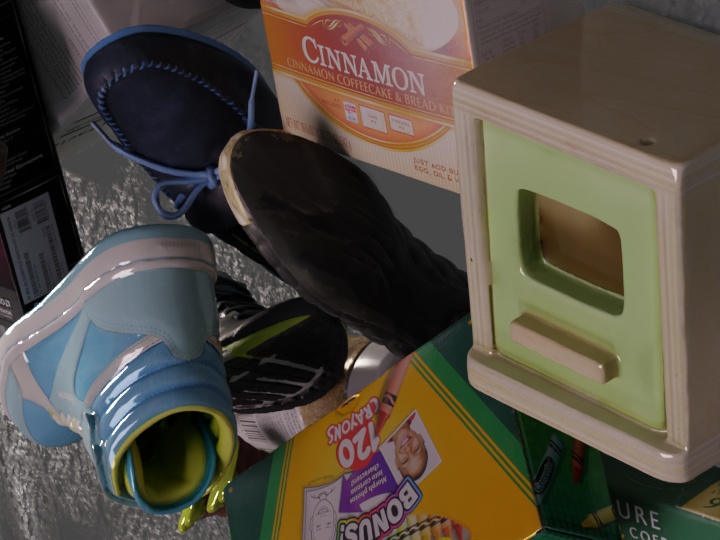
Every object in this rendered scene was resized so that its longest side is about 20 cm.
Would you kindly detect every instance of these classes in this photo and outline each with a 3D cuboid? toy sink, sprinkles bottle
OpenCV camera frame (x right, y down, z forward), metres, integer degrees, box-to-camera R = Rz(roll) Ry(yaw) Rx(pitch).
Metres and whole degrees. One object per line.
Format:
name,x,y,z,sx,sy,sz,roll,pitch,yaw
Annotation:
toy sink,0.122,0.009,1.034,0.130,0.112,0.201,26,133,43
sprinkles bottle,-0.021,0.067,1.315,0.200,0.068,0.068,-2,112,55

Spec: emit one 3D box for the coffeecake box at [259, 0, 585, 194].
coffeecake box,0.021,-0.148,1.096,0.153,0.073,0.201,21,129,48

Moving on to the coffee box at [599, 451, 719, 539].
coffee box,0.161,0.183,1.170,0.123,0.044,0.201,14,125,50

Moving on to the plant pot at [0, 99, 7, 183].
plant pot,-0.289,-0.057,1.161,0.200,0.198,0.201,32,137,36

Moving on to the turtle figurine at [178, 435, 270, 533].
turtle figurine,-0.009,0.142,1.323,0.161,0.065,0.200,26,166,-16

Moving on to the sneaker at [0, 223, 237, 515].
sneaker,-0.125,0.075,1.213,0.200,0.079,0.131,-49,48,53

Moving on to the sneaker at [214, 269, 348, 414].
sneaker,-0.076,0.034,1.281,0.200,0.074,0.081,-19,65,51

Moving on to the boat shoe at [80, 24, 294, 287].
boat shoe,-0.058,-0.053,1.202,0.084,0.200,0.069,-31,51,23

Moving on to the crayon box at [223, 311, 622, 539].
crayon box,0.025,0.117,1.157,0.200,0.058,0.119,-37,52,35

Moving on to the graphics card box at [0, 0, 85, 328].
graphics card box,-0.212,-0.073,1.272,0.125,0.051,0.201,18,130,46

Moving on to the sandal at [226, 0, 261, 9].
sandal,-0.068,-0.221,1.159,0.048,0.075,0.201,-124,11,-75

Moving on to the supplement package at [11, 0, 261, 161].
supplement package,-0.145,-0.146,1.282,0.121,0.120,0.200,59,147,2

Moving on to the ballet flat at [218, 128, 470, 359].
ballet flat,0.000,0.000,1.169,0.200,0.067,0.057,40,163,-32
